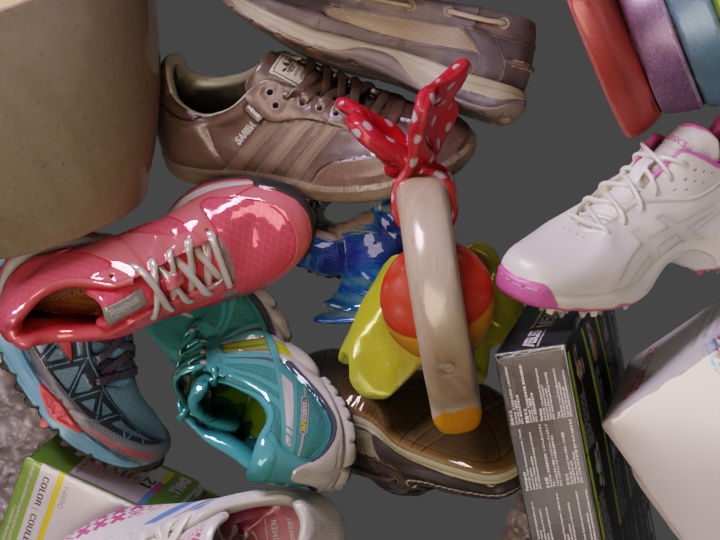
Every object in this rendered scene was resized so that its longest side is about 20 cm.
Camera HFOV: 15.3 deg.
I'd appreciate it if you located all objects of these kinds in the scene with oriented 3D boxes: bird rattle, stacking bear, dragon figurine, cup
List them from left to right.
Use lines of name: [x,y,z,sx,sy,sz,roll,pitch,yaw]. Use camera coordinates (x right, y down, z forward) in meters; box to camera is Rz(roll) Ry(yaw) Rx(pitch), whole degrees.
cup: [-0.196,-0.091,1.563,0.199,0.200,0.144,-15,105,17]
dragon figurine: [0.000,0.000,1.604,0.199,0.059,0.100,-10,100,15]
bird rattle: [0.046,-0.005,1.476,0.112,0.163,0.201,-4,129,-5]
stacking bear: [0.221,-0.160,1.489,0.199,0.122,0.114,-21,105,10]

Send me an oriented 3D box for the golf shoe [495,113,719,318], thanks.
golf shoe: [0.154,-0.036,1.493,0.075,0.199,0.092,29,126,41]

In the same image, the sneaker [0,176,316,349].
sneaker: [-0.120,0.008,1.560,0.199,0.087,0.074,-16,112,11]

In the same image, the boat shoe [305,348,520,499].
boat shoe: [0.031,0.099,1.588,0.200,0.073,0.065,23,134,48]

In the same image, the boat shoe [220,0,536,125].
boat shoe: [0.012,-0.149,1.568,0.199,0.074,0.074,22,89,7]

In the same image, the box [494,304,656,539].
box: [0.127,0.116,1.529,0.047,0.193,0.201,-8,102,16]

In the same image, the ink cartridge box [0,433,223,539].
ink cartridge box: [-0.129,0.207,1.676,0.199,0.076,0.149,23,107,9]

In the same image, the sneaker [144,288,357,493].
sneaker: [-0.078,0.060,1.590,0.200,0.079,0.078,43,124,43]

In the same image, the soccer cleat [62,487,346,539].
soccer cleat: [-0.108,0.164,1.572,0.199,0.086,0.070,-15,78,10]

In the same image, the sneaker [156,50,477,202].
sneaker: [-0.032,-0.089,1.570,0.199,0.071,0.076,1,125,20]

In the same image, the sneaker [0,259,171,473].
sneaker: [-0.175,0.034,1.646,0.095,0.079,0.200,-39,92,17]

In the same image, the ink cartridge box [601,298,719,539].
ink cartridge box: [0.261,0.071,1.509,0.200,0.147,0.145,-35,93,19]
